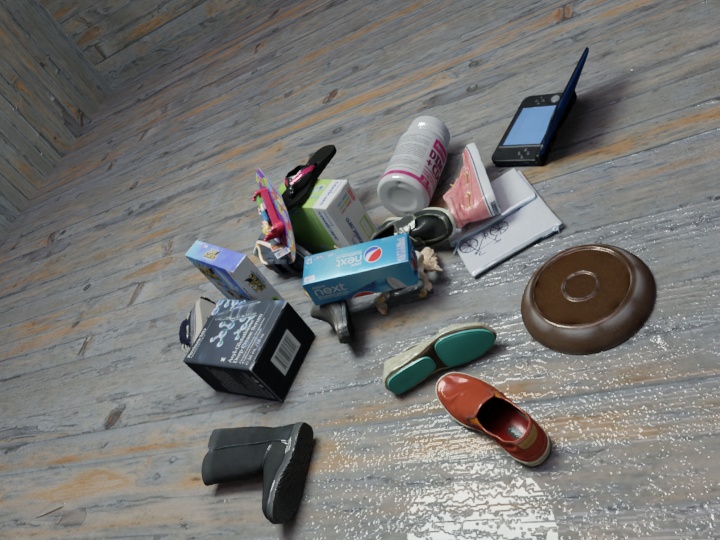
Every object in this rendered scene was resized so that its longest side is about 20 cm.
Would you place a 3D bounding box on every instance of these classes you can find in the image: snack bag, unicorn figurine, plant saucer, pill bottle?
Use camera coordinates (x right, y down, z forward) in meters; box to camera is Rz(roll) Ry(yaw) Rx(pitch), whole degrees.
[{"bbox_3d":[0.244,-0.089,1.110,0.186,0.022,0.202,-30,38,10],"label":"snack bag"},{"bbox_3d":[0.054,0.007,1.134,0.194,0.075,0.139,-11,41,6],"label":"unicorn figurine"},{"bbox_3d":[0.330,0.030,0.908,0.196,0.032,0.203,-22,39,19],"label":"plant saucer"},{"bbox_3d":[0.117,-0.220,1.272,0.111,0.114,0.203,-3,49,36],"label":"pill bottle"}]

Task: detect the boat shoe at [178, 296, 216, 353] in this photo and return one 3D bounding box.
[{"bbox_3d":[-0.341,0.159,1.298,0.093,0.074,0.203,-44,36,26],"label":"boat shoe"}]

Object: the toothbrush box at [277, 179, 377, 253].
[{"bbox_3d":[-0.083,-0.112,1.295,0.197,0.147,0.087,10,55,45],"label":"toothbrush box"}]

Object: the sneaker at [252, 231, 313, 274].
[{"bbox_3d":[-0.161,-0.026,1.327,0.198,0.078,0.080,29,81,44],"label":"sneaker"}]

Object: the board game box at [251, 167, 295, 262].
[{"bbox_3d":[-0.189,-0.108,1.237,0.038,0.161,0.200,-21,42,-19],"label":"board game box"}]

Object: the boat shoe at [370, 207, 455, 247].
[{"bbox_3d":[0.097,-0.068,1.144,0.067,0.073,0.197,-33,16,-36],"label":"boat shoe"}]

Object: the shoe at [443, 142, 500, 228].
[{"bbox_3d":[0.197,-0.162,1.149,0.089,0.072,0.203,-22,40,15],"label":"shoe"}]

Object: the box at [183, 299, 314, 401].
[{"bbox_3d":[-0.212,0.147,1.162,0.196,0.108,0.151,-2,49,38],"label":"box"}]

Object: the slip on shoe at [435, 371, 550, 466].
[{"bbox_3d":[0.174,0.191,0.842,0.074,0.061,0.199,-46,37,-10],"label":"slip on shoe"}]

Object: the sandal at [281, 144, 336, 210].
[{"bbox_3d":[-0.119,-0.200,1.258,0.074,0.045,0.202,4,52,41],"label":"sandal"}]

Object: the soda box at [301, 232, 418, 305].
[{"bbox_3d":[0.000,0.000,1.066,0.195,0.068,0.065,-12,50,16],"label":"soda box"}]

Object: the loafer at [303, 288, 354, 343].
[{"bbox_3d":[-0.058,0.076,1.131,0.070,0.074,0.201,-17,28,-5],"label":"loafer"}]

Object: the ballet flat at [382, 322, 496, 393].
[{"bbox_3d":[0.117,0.123,0.958,0.196,0.068,0.063,-28,28,12],"label":"ballet flat"}]

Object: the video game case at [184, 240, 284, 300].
[{"bbox_3d":[-0.247,0.028,1.251,0.197,0.182,0.046,15,59,46],"label":"video game case"}]

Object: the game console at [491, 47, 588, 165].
[{"bbox_3d":[0.345,-0.315,1.183,0.168,0.119,0.202,7,55,42],"label":"game console"}]

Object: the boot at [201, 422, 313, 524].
[{"bbox_3d":[-0.182,0.326,0.984,0.195,0.067,0.167,-10,36,26],"label":"boot"}]
